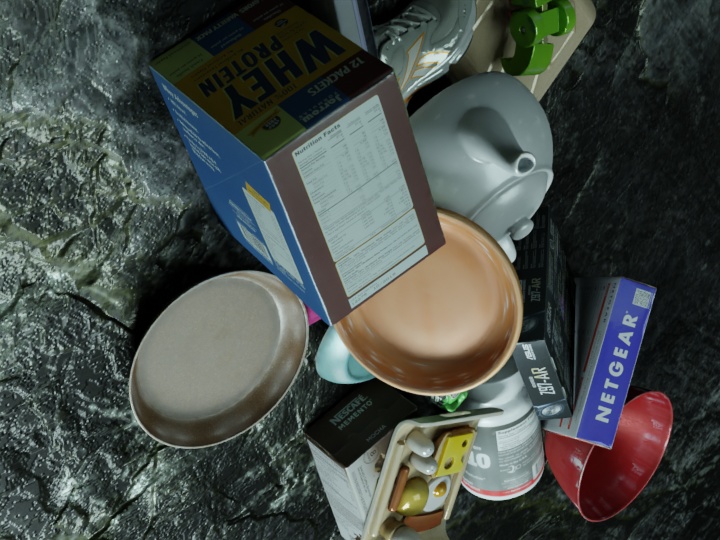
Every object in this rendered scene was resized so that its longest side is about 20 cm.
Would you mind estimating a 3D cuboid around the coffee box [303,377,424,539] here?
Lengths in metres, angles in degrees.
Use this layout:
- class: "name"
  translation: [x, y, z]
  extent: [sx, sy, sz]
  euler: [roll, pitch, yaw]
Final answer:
- class: "coffee box"
  translation: [0.020, 0.235, 1.591]
  extent: [0.113, 0.080, 0.201]
  euler: [-37, 136, -22]

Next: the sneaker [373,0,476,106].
- class: "sneaker"
  translation: [0.036, -0.215, 1.324]
  extent: [0.200, 0.076, 0.092]
  euler: [-54, 144, -7]

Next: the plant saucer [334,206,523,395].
- class: "plant saucer"
  translation: [0.065, 0.027, 1.353]
  extent: [0.037, 0.199, 0.201]
  euler: [-53, 154, -61]

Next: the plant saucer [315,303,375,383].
- class: "plant saucer"
  translation: [0.037, 0.054, 1.485]
  extent: [0.200, 0.027, 0.201]
  euler: [-36, 154, -20]

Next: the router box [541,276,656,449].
- class: "router box"
  translation: [0.281, 0.109, 1.685]
  extent: [0.049, 0.179, 0.201]
  euler: [17, 87, -10]

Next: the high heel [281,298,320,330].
- class: "high heel"
  translation: [0.000, 0.000, 1.441]
  extent: [0.199, 0.067, 0.096]
  euler: [-27, 145, -41]

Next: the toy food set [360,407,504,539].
- class: "toy food set"
  translation: [0.087, 0.250, 1.558]
  extent: [0.143, 0.060, 0.201]
  euler: [-3, 117, -45]

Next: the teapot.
- class: "teapot"
  translation: [0.123, -0.090, 1.384]
  extent: [0.197, 0.146, 0.200]
  euler: [-47, 160, 31]

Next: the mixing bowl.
- class: "mixing bowl"
  translation: [0.327, 0.231, 1.887]
  extent: [0.199, 0.108, 0.201]
  euler: [-25, 130, -33]

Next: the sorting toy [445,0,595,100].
- class: "sorting toy"
  translation: [0.167, -0.256, 1.474]
  extent: [0.201, 0.036, 0.185]
  euler: [-59, 141, -7]

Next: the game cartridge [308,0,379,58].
- class: "game cartridge"
  translation: [-0.026, -0.257, 1.195]
  extent: [0.038, 0.130, 0.201]
  euler: [-22, 132, -10]

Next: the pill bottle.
- class: "pill bottle"
  translation: [0.162, 0.175, 1.676]
  extent: [0.114, 0.114, 0.201]
  euler: [-35, 135, -26]

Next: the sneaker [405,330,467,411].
- class: "sneaker"
  translation: [0.083, 0.092, 1.484]
  extent: [0.078, 0.085, 0.200]
  euler: [-42, 155, -5]

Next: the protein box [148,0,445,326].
- class: "protein box"
  translation: [-0.054, -0.101, 1.200]
  extent: [0.135, 0.198, 0.201]
  euler: [-35, 136, -15]

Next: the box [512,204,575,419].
- class: "box"
  translation: [0.218, 0.050, 1.619]
  extent: [0.161, 0.043, 0.201]
  euler: [62, 28, -47]

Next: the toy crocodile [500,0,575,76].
- class: "toy crocodile"
  translation: [0.175, -0.294, 1.395]
  extent: [0.067, 0.062, 0.201]
  euler: [-25, 122, -37]

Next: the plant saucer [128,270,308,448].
- class: "plant saucer"
  translation: [-0.142, 0.083, 1.348]
  extent: [0.199, 0.032, 0.201]
  euler: [-20, 129, -26]
